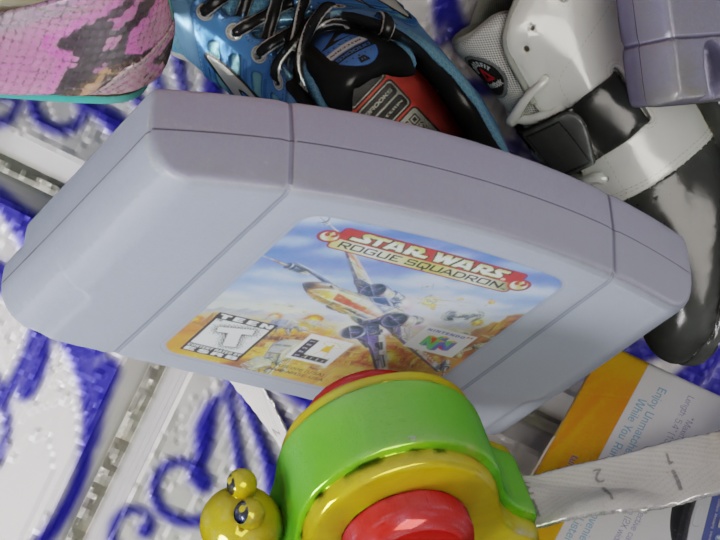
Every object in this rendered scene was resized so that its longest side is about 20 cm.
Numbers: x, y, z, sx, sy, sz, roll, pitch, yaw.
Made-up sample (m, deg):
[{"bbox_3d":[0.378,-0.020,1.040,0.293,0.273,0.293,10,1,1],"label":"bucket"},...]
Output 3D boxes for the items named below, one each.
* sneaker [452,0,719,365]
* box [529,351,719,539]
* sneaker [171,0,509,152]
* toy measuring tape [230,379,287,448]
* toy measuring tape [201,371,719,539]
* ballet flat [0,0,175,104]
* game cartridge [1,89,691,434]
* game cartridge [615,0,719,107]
[{"bbox_3d":[0.077,-0.061,0.921,0.088,0.074,0.200,-10,90,-14],"label":"sneaker"},{"bbox_3d":[0.147,0.118,0.909,0.200,0.042,0.119,26,60,11],"label":"box"},{"bbox_3d":[-0.017,-0.083,0.881,0.200,0.090,0.078,39,87,-16],"label":"sneaker"},{"bbox_3d":[-0.029,0.105,0.919,0.074,0.074,0.200,-37,96,-7],"label":"toy measuring tape"},{"bbox_3d":[0.046,0.060,0.866,0.200,0.074,0.074,-11,100,-11],"label":"toy measuring tape"},{"bbox_3d":[-0.158,-0.084,0.825,0.200,0.069,0.071,-4,126,-3],"label":"ballet flat"},{"bbox_3d":[0.000,0.000,0.862,0.200,0.133,0.042,14,62,-26],"label":"game cartridge"},{"bbox_3d":[0.164,-0.126,0.913,0.200,0.038,0.130,-7,85,-36],"label":"game cartridge"}]
